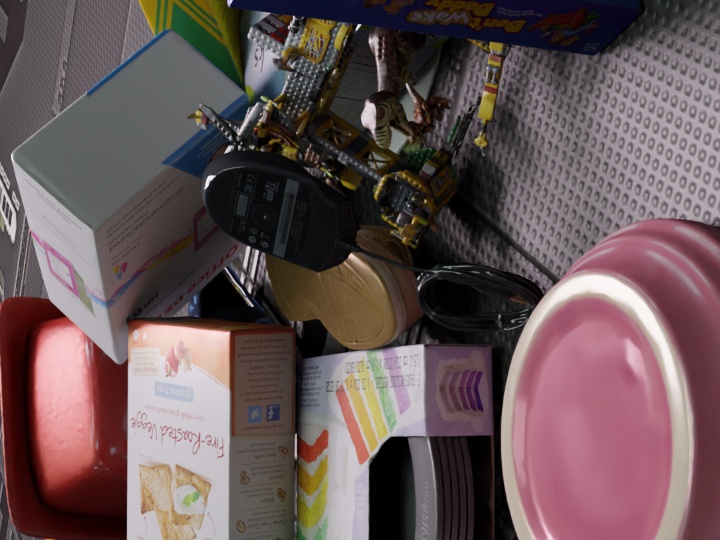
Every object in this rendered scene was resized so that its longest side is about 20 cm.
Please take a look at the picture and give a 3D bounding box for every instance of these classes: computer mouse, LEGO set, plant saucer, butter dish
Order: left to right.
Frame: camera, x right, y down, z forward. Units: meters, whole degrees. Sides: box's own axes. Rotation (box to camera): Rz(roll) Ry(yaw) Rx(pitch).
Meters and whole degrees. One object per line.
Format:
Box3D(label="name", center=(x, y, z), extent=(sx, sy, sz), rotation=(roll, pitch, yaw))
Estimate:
Box3D(label="butter dish", center=(-0.175, 0.108, 1.175), extent=(0.147, 0.199, 0.202), rotation=(-25, 64, 36))
Box3D(label="LEGO set", center=(0.002, -0.099, 0.791), extent=(0.153, 0.116, 0.200), rotation=(39, 130, 5))
Box3D(label="computer mouse", center=(0.006, -0.017, 0.786), extent=(0.034, 0.198, 0.059), rotation=(-58, -12, -53))
Box3D(label="plant saucer", center=(0.121, 0.077, 0.653), extent=(0.200, 0.050, 0.203), rotation=(-176, 90, -66))

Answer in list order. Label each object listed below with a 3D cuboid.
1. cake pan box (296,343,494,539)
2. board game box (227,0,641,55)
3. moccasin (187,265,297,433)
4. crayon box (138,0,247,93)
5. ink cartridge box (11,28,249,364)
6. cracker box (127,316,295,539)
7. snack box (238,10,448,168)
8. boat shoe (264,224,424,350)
Box3D(label="cake pan box", center=(0.018, 0.139, 0.868), extent=(0.200, 0.052, 0.186), rotation=(170, 100, -65))
Box3D(label="board game box", center=(0.030, -0.183, 0.702), extent=(0.045, 0.198, 0.136), rotation=(137, 132, -56))
Box3D(label="moccasin", center=(-0.099, 0.058, 1.081), extent=(0.200, 0.080, 0.069), rotation=(-131, 27, -55))
Box3D(label="crayon box", center=(-0.120, -0.214, 1.043), extent=(0.128, 0.050, 0.201), rotation=(-84, -22, -52))
Box3D(label="ink cartridge box", center=(-0.151, -0.045, 1.013), extent=(0.084, 0.144, 0.200), rotation=(40, 156, 15))
Box3D(label="cracker box", center=(-0.103, 0.135, 0.979), extent=(0.133, 0.057, 0.202), rotation=(2, 93, 52))
Box3D(label="snack box", center=(-0.017, -0.185, 0.960), extent=(0.200, 0.067, 0.170), rotation=(137, 131, -58))
Box3D(label="boat shoe", center=(0.000, 0.000, 0.900), extent=(0.200, 0.069, 0.074), rotation=(17, 124, 67))
